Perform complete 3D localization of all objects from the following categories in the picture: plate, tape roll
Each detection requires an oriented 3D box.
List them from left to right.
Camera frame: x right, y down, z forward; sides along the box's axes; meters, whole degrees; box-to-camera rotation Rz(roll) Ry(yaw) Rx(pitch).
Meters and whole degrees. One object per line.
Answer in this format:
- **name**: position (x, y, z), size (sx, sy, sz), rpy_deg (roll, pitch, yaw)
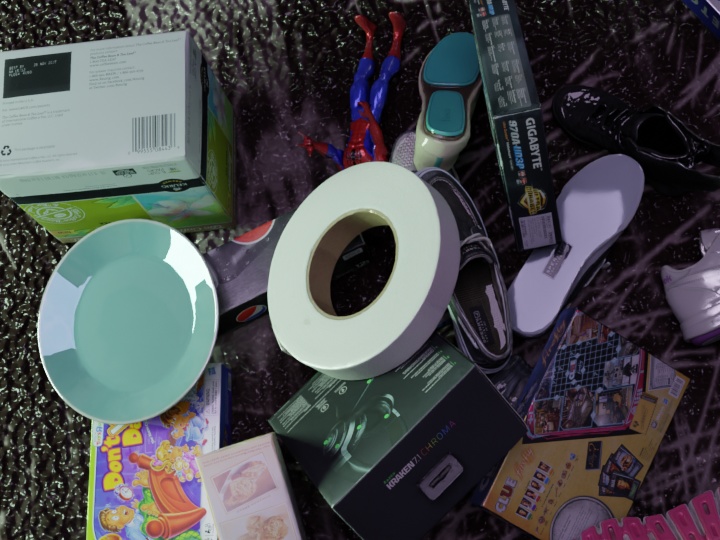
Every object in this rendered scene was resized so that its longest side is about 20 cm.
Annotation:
- **plate**: position (-0.225, 0.051, 1.276), size (0.197, 0.026, 0.204), rpy_deg (-4, 77, 17)
- **tape roll**: position (0.000, 0.000, 1.192), size (0.201, 0.037, 0.206), rpy_deg (-17, 61, 33)

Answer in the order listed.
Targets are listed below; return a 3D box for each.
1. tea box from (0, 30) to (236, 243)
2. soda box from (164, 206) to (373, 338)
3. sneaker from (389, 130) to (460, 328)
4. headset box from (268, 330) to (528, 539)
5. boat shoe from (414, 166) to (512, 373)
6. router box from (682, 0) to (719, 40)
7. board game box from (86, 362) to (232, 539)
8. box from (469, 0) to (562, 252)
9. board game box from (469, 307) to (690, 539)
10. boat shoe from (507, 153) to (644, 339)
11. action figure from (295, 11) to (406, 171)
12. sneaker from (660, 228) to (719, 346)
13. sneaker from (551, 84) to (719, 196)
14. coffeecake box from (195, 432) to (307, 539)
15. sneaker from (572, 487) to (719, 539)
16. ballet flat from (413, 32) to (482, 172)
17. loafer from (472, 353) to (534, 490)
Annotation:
- **tea box**: position (-0.238, -0.126, 1.295), size (0.196, 0.197, 0.136), rpy_deg (-5, 73, 9)
- **soda box**: position (-0.091, -0.003, 1.306), size (0.198, 0.063, 0.072), rpy_deg (-26, 72, 1)
- **sneaker**: position (0.067, -0.051, 1.281), size (0.076, 0.085, 0.203), rpy_deg (-12, 72, 6)
- **headset box**: position (0.032, 0.142, 1.170), size (0.174, 0.200, 0.093), rpy_deg (-44, 117, -5)
- **boat shoe**: position (0.101, -0.007, 1.200), size (0.071, 0.071, 0.203), rpy_deg (-20, 82, -15)
- **router box**: position (0.401, -0.335, 1.323), size (0.179, 0.049, 0.201), rpy_deg (-38, 72, -2)
- **board game box**: position (-0.196, 0.197, 1.277), size (0.132, 0.045, 0.204), rpy_deg (-4, 74, 9)
- **box**: position (0.143, -0.143, 1.217), size (0.045, 0.160, 0.202), rpy_deg (-11, 42, 6)
- **board game box**: position (0.204, 0.156, 1.198), size (0.134, 0.035, 0.202), rpy_deg (31, 80, -11)
- **boat shoe**: position (0.208, -0.019, 1.257), size (0.073, 0.068, 0.201), rpy_deg (28, 87, 15)
- **action figure**: position (-0.006, -0.173, 1.322), size (0.064, 0.099, 0.204), rpy_deg (0, 76, 30)
- **sneaker**: position (0.377, -0.013, 1.223), size (0.198, 0.075, 0.101), rpy_deg (-28, 73, 1)
- **sneaker**: position (0.270, -0.135, 1.260), size (0.199, 0.104, 0.060), rpy_deg (37, 83, 17)
- **coffeecake box**: position (-0.082, 0.252, 1.162), size (0.072, 0.154, 0.203), rpy_deg (-16, 84, -5)
- **sneaker**: position (0.268, 0.260, 1.155), size (0.197, 0.088, 0.074), rpy_deg (-19, 44, -4)
- **ballet flat**: position (0.087, -0.164, 1.309), size (0.068, 0.070, 0.201), rpy_deg (6, 41, 11)
- **loafer**: position (0.112, 0.176, 1.219), size (0.072, 0.073, 0.201), rpy_deg (37, 84, 12)
